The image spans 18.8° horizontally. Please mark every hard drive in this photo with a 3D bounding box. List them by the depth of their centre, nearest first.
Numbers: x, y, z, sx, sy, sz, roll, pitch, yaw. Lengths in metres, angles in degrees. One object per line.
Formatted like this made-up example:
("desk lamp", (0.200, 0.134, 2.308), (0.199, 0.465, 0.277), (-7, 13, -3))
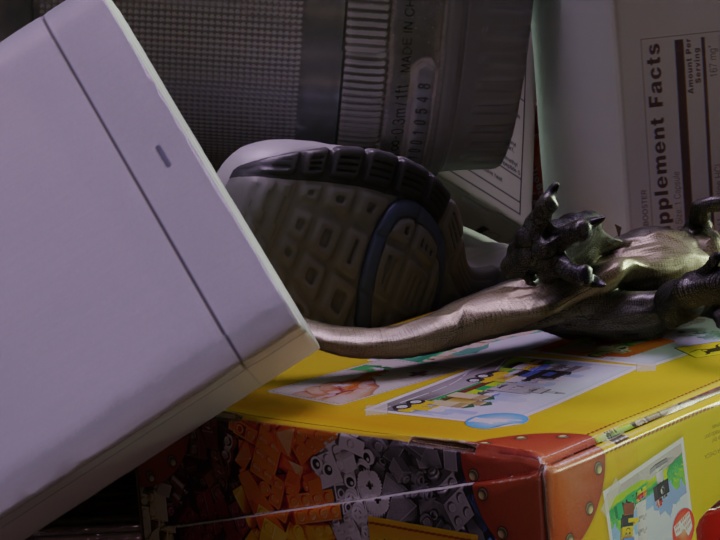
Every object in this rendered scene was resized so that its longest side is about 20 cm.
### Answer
("hard drive", (-0.127, 0.022, 0.607), (0.200, 0.132, 0.027), (-33, -27, 1))

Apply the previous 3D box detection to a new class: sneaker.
("sneaker", (0.000, 0.000, 0.746), (0.087, 0.075, 0.200), (25, -3, 32))

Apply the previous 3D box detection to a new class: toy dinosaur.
("toy dinosaur", (0.067, 0.002, 0.612), (0.199, 0.048, 0.088), (-9, -4, -19))

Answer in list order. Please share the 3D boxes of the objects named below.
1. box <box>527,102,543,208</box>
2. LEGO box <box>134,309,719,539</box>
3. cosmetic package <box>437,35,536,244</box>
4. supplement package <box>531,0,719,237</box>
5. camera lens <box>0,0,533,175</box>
("box", (0.139, -0.031, 1.011), (0.199, 0.095, 0.102), (-3, 6, -33))
("LEGO box", (0.056, 0.060, 0.637), (0.149, 0.077, 0.200), (4, 13, 41))
("cosmetic package", (0.015, -0.104, 0.942), (0.103, 0.201, 0.087), (29, -38, -33))
("supplement package", (0.167, -0.071, 0.739), (0.199, 0.110, 0.114), (-7, 12, -9))
("camera lens", (-0.044, -0.114, 0.776), (0.199, 0.161, 0.160), (4, 10, -3))
